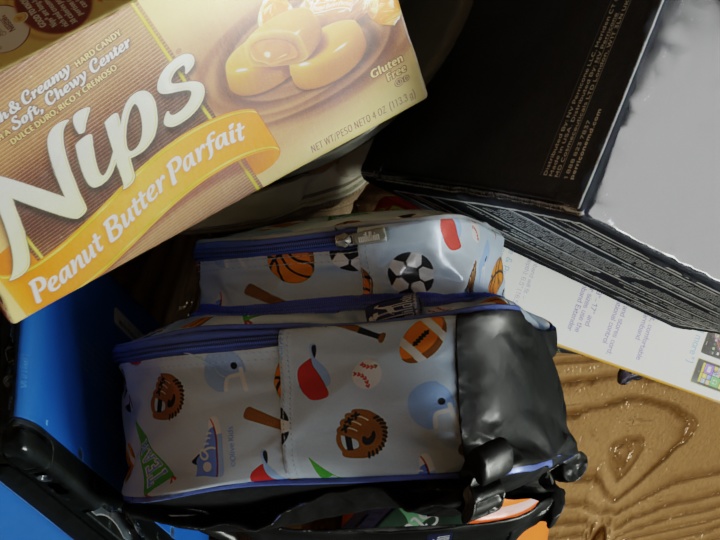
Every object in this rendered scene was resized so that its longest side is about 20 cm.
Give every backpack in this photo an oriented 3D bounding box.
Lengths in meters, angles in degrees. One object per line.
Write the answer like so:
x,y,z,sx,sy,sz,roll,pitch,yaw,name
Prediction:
-0.012,0.051,1.117,0.200,0.190,0.154,33,46,-75,backpack

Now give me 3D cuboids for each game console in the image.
-0.156,0.094,1.154,0.200,0.118,0.171,52,33,-57,game console

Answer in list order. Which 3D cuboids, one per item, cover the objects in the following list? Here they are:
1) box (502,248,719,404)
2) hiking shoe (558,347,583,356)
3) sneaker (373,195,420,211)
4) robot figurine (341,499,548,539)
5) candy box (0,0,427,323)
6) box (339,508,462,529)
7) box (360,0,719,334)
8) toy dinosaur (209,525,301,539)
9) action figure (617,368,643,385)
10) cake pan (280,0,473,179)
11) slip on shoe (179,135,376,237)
0.144,-0.008,1.294,0.041,0.200,0.119,-163,-87,-75,box
0.117,0.022,1.470,0.200,0.101,0.076,2,109,-58,hiking shoe
0.000,0.000,1.296,0.085,0.077,0.200,-66,161,1,sneaker
0.047,0.138,1.420,0.144,0.117,0.200,-4,118,-22,robot figurine
-0.081,-0.077,1.034,0.200,0.055,0.116,-28,132,-10,candy box
0.010,0.136,1.261,0.200,0.036,0.144,-48,-179,-8,box
0.141,-0.051,1.150,0.200,0.198,0.123,25,84,-28,box
-0.060,0.144,1.304,0.101,0.058,0.200,-10,118,-58,toy dinosaur
0.149,-0.044,1.362,0.102,0.119,0.200,-132,-151,-85,action figure
-0.043,-0.132,1.084,0.200,0.037,0.200,-14,124,-21,cake pan
-0.055,-0.038,1.187,0.200,0.076,0.061,-27,143,-57,slip on shoe
